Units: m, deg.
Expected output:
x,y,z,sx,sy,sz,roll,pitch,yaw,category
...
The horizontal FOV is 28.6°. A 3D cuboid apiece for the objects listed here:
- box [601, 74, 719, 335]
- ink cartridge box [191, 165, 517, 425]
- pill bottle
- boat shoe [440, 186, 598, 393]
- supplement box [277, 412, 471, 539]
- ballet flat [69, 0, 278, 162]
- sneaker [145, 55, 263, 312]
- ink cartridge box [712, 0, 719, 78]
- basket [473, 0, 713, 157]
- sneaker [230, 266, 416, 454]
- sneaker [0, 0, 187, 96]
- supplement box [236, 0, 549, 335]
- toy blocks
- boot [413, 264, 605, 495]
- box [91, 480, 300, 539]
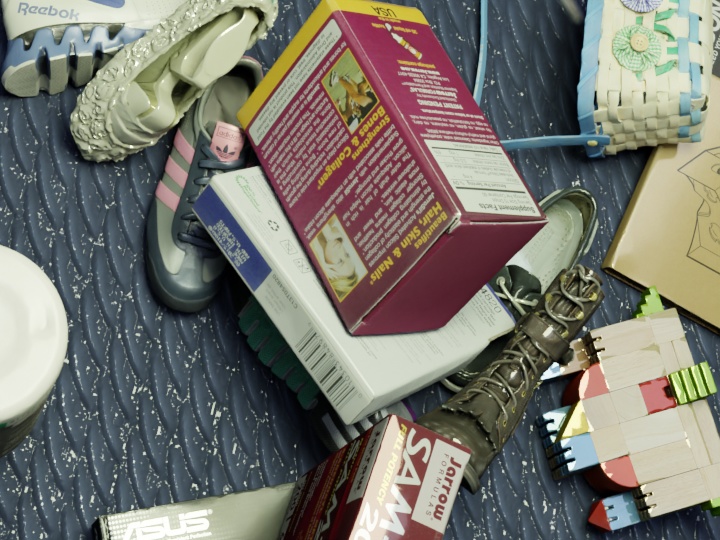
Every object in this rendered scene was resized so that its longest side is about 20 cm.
x,y,z,sx,sy,sz,roll,pitch,yaw,category
0.315,-0.052,1.220,0.162,0.021,0.201,28,78,-8,box
0.000,0.000,1.046,0.199,0.041,0.200,-19,67,-51,ink cartridge box
-0.254,0.064,0.906,0.112,0.200,0.114,6,70,-17,pill bottle
0.124,0.010,1.132,0.075,0.060,0.201,34,65,-5,boat shoe
-0.005,0.173,0.908,0.060,0.200,0.110,25,64,-10,supplement box
-0.137,-0.144,1.033,0.200,0.072,0.072,-43,89,12,ballet flat
-0.115,-0.071,1.064,0.070,0.082,0.202,13,69,-17,sneaker
0.342,-0.233,1.298,0.199,0.043,0.199,29,67,-7,ink cartridge box
0.195,-0.185,1.189,0.198,0.139,0.178,-1,70,18,basket
-0.027,0.057,1.075,0.087,0.074,0.201,6,50,-58,sneaker
-0.190,-0.213,1.086,0.198,0.081,0.116,-14,80,-21,sneaker
0.018,-0.074,0.992,0.103,0.131,0.201,-1,55,-46,supplement box
0.204,0.123,1.115,0.135,0.100,0.202,-14,77,-11,toy blocks
0.111,0.067,1.019,0.069,0.200,0.175,38,95,8,boot
-0.075,0.253,0.991,0.198,0.048,0.195,-6,76,-21,box
